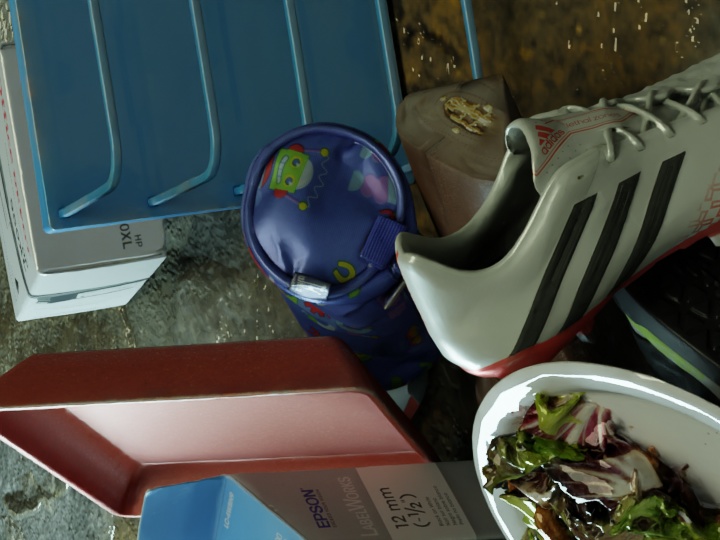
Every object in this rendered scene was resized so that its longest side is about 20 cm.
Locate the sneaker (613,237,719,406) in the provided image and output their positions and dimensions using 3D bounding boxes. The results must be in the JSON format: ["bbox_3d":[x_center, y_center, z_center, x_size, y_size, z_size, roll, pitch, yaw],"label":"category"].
[{"bbox_3d":[0.173,0.056,0.782,0.200,0.071,0.083,53,169,35],"label":"sneaker"}]

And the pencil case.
[{"bbox_3d":[0.000,0.000,0.931,0.087,0.078,0.200,34,171,17],"label":"pencil case"}]

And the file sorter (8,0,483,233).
[{"bbox_3d":[-0.053,-0.106,0.949,0.123,0.198,0.140,166,95,-66],"label":"file sorter"}]

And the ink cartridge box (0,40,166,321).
[{"bbox_3d":[-0.187,-0.057,1.255,0.200,0.083,0.146,146,114,-73],"label":"ink cartridge box"}]

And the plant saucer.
[{"bbox_3d":[-0.064,0.078,0.974,0.200,0.198,0.037,54,-145,-63],"label":"plant saucer"}]

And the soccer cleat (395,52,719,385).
[{"bbox_3d":[0.101,-0.040,0.754,0.085,0.200,0.069,49,-178,-29],"label":"soccer cleat"}]

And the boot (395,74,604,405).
[{"bbox_3d":[0.084,0.025,0.836,0.186,0.064,0.201,38,149,52],"label":"boot"}]

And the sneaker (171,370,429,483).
[{"bbox_3d":[-0.048,0.080,1.081,0.201,0.107,0.068,-43,60,53],"label":"sneaker"}]

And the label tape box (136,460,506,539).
[{"bbox_3d":[-0.011,0.169,0.949,0.066,0.198,0.144,-123,38,-50],"label":"label tape box"}]

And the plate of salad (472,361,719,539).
[{"bbox_3d":[0.120,0.117,0.747,0.199,0.048,0.201,30,148,21],"label":"plate of salad"}]
